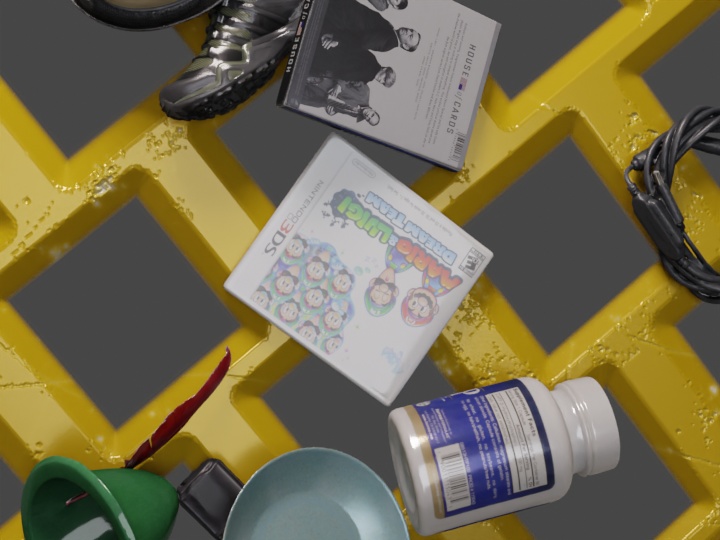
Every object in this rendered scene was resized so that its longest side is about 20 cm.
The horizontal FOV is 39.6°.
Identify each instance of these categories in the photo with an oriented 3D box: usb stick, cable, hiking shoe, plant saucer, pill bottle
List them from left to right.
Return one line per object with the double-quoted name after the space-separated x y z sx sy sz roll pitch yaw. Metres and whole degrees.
-0.115 -0.219 0.918 0.199 0.076 0.101 -39 89 -15 "hiking shoe"
-0.092 0.263 0.955 0.055 0.033 0.200 -45 98 -12 "usb stick"
-0.044 0.270 0.935 0.199 0.039 0.203 10 69 -27 "plant saucer"
0.134 0.167 0.943 0.198 0.120 0.121 -12 94 -9 "pill bottle"
0.366 -0.064 1.011 0.163 0.051 0.201 -39 95 -10 "cable"

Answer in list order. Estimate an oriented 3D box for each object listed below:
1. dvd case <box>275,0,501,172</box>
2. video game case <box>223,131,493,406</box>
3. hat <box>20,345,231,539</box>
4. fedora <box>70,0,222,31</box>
0.031 -0.192 0.927 0.198 0.025 0.152 16 90 -30 "dvd case"
0.000 0.000 0.962 0.199 0.024 0.183 36 87 -9 "video game case"
-0.191 0.213 0.933 0.175 0.200 0.167 -25 80 -49 "hat"
-0.183 -0.309 0.859 0.198 0.092 0.203 -2 77 7 "fedora"
